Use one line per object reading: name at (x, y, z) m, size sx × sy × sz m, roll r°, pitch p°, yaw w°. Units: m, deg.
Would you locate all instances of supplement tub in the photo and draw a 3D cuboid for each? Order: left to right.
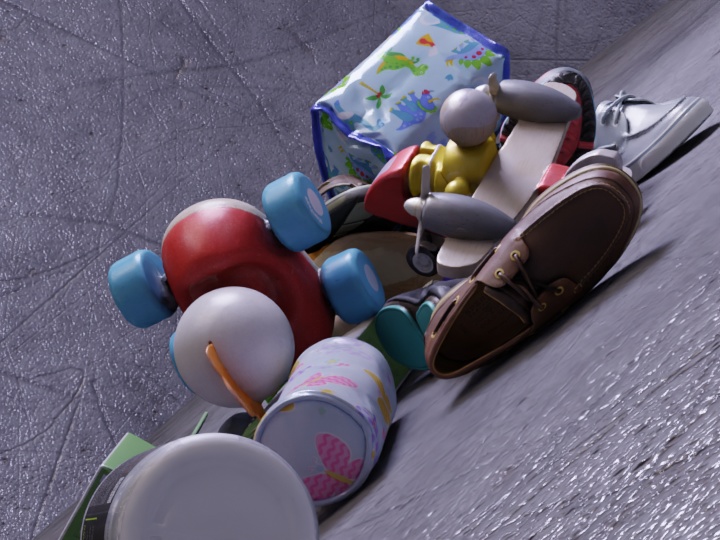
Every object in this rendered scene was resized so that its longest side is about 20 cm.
supplement tub at (-0.104, 0.164, 1.128) m, size 0.123 × 0.123 × 0.200 m, roll -41°, pitch 4°, yaw -17°

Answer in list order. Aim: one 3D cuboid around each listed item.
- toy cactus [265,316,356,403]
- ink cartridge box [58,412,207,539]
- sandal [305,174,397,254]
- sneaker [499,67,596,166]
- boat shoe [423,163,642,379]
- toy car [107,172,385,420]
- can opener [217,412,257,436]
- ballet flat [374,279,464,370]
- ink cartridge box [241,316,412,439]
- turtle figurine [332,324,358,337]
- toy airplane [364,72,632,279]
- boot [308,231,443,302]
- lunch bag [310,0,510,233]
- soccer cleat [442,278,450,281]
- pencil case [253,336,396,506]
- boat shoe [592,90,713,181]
toy cactus at (-0.048, 0.086, 1.828) m, size 0.165 × 0.102 × 0.200 m, roll -43°, pitch 10°, yaw 1°
ink cartridge box at (-0.214, 0.209, 1.649) m, size 0.200 × 0.059 × 0.104 m, roll -60°, pitch 0°, yaw 13°
sandal at (-0.020, -0.053, 1.652) m, size 0.080 × 0.057 × 0.201 m, roll -4°, pitch -6°, yaw -14°
sneaker at (0.155, -0.114, 1.635) m, size 0.200 × 0.079 × 0.096 m, roll 105°, pitch 174°, yaw -48°
boat shoe at (0.117, 0.009, 1.280) m, size 0.200 × 0.072 × 0.068 m, roll -45°, pitch 5°, yaw 30°
toy car at (-0.090, 0.058, 1.489) m, size 0.184 × 0.177 × 0.200 m, roll -25°, pitch 36°, yaw 16°
can opener at (-0.115, 0.171, 1.655) m, size 0.200 × 0.053 × 0.067 m, roll 147°, pitch 137°, yaw -66°
ballet flat at (0.068, 0.038, 1.460) m, size 0.073 × 0.073 × 0.200 m, roll -40°, pitch 3°, yaw -14°
ink cartridge box at (-0.030, 0.113, 1.555) m, size 0.104 × 0.059 × 0.200 m, roll -37°, pitch 4°, yaw 23°
turtle figurine at (0.027, 0.054, 1.711) m, size 0.200 × 0.064 × 0.161 m, roll -20°, pitch 7°, yaw 20°
toy airplane at (0.111, -0.078, 1.447) m, size 0.199 × 0.141 × 0.200 m, roll -27°, pitch 27°, yaw -7°
boot at (0.000, 0.001, 1.661) m, size 0.201 × 0.071 × 0.144 m, roll -14°, pitch 2°, yaw 21°
lunch bag at (0.053, -0.115, 1.732) m, size 0.170 × 0.127 × 0.200 m, roll -42°, pitch -26°, yaw -22°
soccer cleat at (0.099, -0.006, 1.705) m, size 0.067 × 0.077 × 0.200 m, roll -12°, pitch 13°, yaw 11°
pencil case at (-0.025, 0.106, 1.347) m, size 0.091 × 0.083 × 0.200 m, roll -15°, pitch 8°, yaw 6°
boat shoe at (0.231, -0.117, 1.643) m, size 0.070 × 0.072 × 0.201 m, roll -41°, pitch 3°, yaw -30°
